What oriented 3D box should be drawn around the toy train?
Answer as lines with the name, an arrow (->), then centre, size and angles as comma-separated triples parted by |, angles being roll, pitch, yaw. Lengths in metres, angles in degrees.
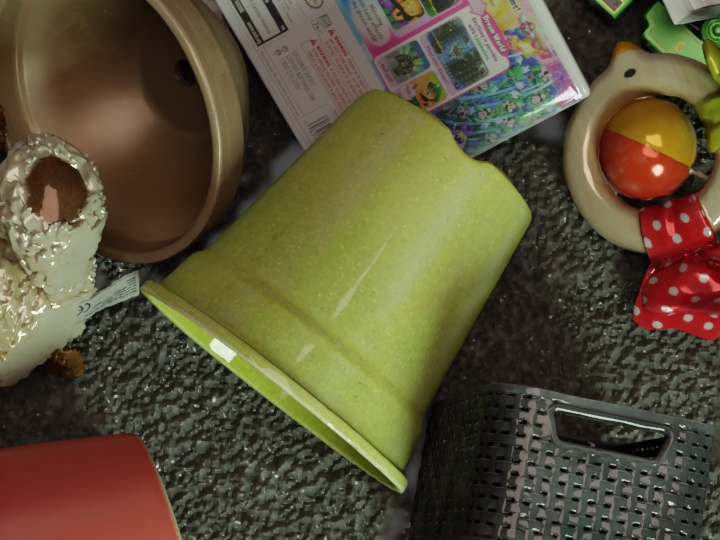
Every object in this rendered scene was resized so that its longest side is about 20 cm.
toy train -> 0.168, -0.201, 1.279 | 0.200, 0.042, 0.056 | 44, 92, 5

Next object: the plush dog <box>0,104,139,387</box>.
plush dog -> -0.251, -0.013, 1.194 | 0.200, 0.161, 0.172 | -45, 66, -2

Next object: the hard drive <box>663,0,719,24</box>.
hard drive -> 0.207, -0.263, 1.259 | 0.131, 0.026, 0.201 | -16, 79, -46

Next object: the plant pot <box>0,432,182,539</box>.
plant pot -> -0.196, 0.190, 1.131 | 0.176, 0.200, 0.202 | -16, 82, -14

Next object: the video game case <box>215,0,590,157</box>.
video game case -> 0.022, -0.154, 1.205 | 0.181, 0.024, 0.201 | -27, 110, 11

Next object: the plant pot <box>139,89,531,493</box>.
plant pot -> 0.000, 0.000, 1.153 | 0.200, 0.200, 0.185 | 37, 83, 4

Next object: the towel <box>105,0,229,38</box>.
towel -> -0.183, -0.246, 1.275 | 0.198, 0.032, 0.193 | 0, 81, -3

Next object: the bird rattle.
bird rattle -> 0.208, -0.062, 1.238 | 0.162, 0.112, 0.201 | 28, 109, 24

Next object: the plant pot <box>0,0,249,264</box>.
plant pot -> -0.136, -0.114, 1.202 | 0.201, 0.201, 0.093 | 52, 44, 6

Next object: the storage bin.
storage bin -> 0.114, 0.131, 1.134 | 0.134, 0.200, 0.095 | 12, 81, -8
